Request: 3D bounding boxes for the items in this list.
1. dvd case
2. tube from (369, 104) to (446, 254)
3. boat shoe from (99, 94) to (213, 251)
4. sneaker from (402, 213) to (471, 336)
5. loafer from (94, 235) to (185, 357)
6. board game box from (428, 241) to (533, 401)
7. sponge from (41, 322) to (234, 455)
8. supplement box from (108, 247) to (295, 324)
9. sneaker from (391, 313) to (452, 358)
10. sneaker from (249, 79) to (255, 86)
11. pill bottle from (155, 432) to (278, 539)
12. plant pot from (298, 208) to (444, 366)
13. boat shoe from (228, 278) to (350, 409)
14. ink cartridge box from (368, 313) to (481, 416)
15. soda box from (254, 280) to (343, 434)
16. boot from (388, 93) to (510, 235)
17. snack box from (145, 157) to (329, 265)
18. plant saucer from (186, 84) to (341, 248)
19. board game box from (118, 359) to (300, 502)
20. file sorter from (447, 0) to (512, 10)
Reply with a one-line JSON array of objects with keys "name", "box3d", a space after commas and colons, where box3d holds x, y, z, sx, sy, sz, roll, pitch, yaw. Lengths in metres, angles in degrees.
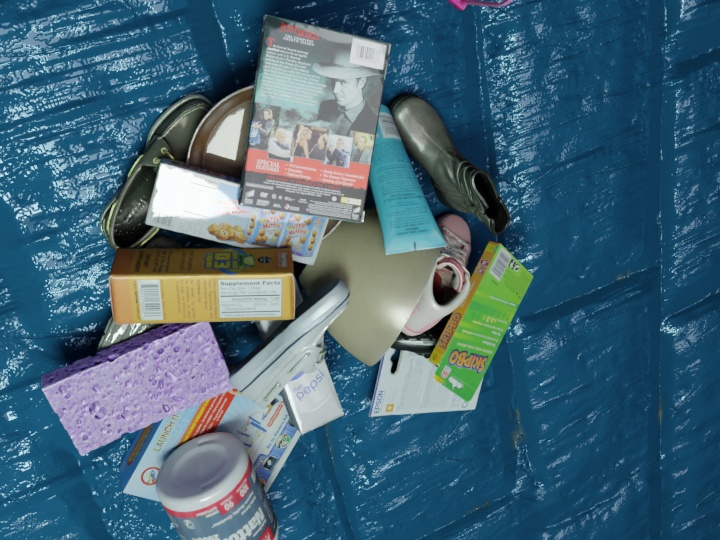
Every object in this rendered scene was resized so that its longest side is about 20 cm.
[{"name": "dvd case", "box3d": [-0.051, -0.162, 0.794, 0.144, 0.022, 0.203, 6, 101, -18]}, {"name": "tube", "box3d": [0.040, -0.111, 0.881, 0.076, 0.202, 0.051, -11, 153, -12]}, {"name": "boat shoe", "box3d": [-0.226, -0.109, 0.827, 0.072, 0.060, 0.203, 34, 93, -30]}, {"name": "sneaker", "box3d": [0.118, -0.009, 0.964, 0.075, 0.105, 0.201, 35, 58, -9]}, {"name": "loafer", "box3d": [-0.261, 0.058, 0.868, 0.069, 0.070, 0.202, 27, 97, -12]}, {"name": "board game box", "box3d": [0.162, 0.071, 0.979, 0.095, 0.030, 0.202, 36, 76, -39]}, {"name": "sponge", "box3d": [-0.258, 0.132, 0.856, 0.198, 0.030, 0.113, -22, 125, -14]}, {"name": "supplement box", "box3d": [-0.172, 0.016, 0.804, 0.197, 0.067, 0.070, 1, 120, -10]}, {"name": "sneaker", "box3d": [0.118, 0.113, 1.028, 0.197, 0.076, 0.089, 0, 117, -27]}, {"name": "sneaker", "box3d": [-0.067, -0.156, 0.887, 0.076, 0.076, 0.200, -41, 113, 6]}, {"name": "pill bottle", "box3d": [-0.171, 0.322, 0.927, 0.118, 0.120, 0.202, -25, 119, -14]}, {"name": "plant pot", "box3d": [0.000, 0.000, 0.923, 0.133, 0.200, 0.202, 29, 97, -6]}, {"name": "boat shoe", "box3d": [-0.071, 0.090, 0.857, 0.067, 0.074, 0.200, 45, 118, -9]}, {"name": "ink cartridge box", "box3d": [0.109, 0.121, 1.092, 0.197, 0.043, 0.199, 3, 110, -27]}, {"name": "soda box", "box3d": [-0.089, 0.103, 0.937, 0.063, 0.068, 0.203, -21, 97, -16]}, {"name": "boot", "box3d": [0.124, -0.141, 0.942, 0.068, 0.131, 0.200, -42, 122, -5]}, {"name": "snack box", "box3d": [-0.136, -0.064, 0.817, 0.197, 0.024, 0.073, 14, 108, -19]}, {"name": "plant saucer", "box3d": [-0.101, -0.116, 0.837, 0.197, 0.035, 0.203, -4, 113, -10]}, {"name": "board game box", "box3d": [-0.193, 0.228, 0.981, 0.195, 0.056, 0.202, 28, 96, -31]}, {"name": "file sorter", "box3d": [0.113, -0.417, 0.829, 0.199, 0.125, 0.140, 27, 96, -31]}]
